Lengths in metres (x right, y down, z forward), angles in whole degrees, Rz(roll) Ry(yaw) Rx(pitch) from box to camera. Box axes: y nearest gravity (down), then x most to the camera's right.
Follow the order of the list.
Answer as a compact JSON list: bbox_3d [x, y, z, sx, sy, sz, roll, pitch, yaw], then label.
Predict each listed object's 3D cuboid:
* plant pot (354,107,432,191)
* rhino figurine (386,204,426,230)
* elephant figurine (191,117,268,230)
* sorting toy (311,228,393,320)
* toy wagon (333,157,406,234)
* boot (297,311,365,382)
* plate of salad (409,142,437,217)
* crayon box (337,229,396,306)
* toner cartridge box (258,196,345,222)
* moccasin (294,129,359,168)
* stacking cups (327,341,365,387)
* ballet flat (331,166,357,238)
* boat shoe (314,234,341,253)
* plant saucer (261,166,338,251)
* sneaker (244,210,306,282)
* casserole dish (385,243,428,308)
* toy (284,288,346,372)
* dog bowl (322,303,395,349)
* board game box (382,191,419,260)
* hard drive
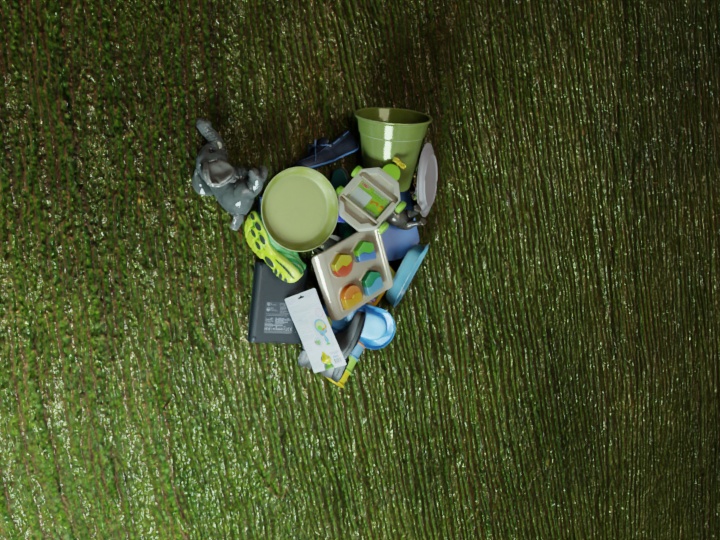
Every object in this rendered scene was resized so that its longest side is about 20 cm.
[{"bbox_3d":[0.078,-0.308,1.706,0.200,0.200,0.190,-11,118,-28],"label":"plant pot"},{"bbox_3d":[0.070,-0.158,1.725,0.200,0.087,0.060,20,69,-25],"label":"rhino figurine"},{"bbox_3d":[-0.329,-0.226,1.526,0.200,0.155,0.142,29,123,-18],"label":"elephant figurine"},{"bbox_3d":[-0.011,0.006,1.633,0.200,0.036,0.185,-29,118,-27],"label":"sorting toy"},{"bbox_3d":[0.038,-0.191,1.623,0.155,0.040,0.200,39,82,7],"label":"toy wagon"},{"bbox_3d":[-0.076,0.175,1.673,0.131,0.070,0.200,25,94,8],"label":"boot"},{"bbox_3d":[0.171,-0.247,1.796,0.200,0.048,0.200,6,90,-71],"label":"plate of salad"},{"bbox_3d":[0.000,0.000,1.717,0.119,0.058,0.200,-56,135,-11],"label":"crayon box"},{"bbox_3d":[-0.144,-0.151,1.639,0.200,0.095,0.043,5,92,-29],"label":"toner cartridge box"},{"bbox_3d":[-0.095,-0.304,1.675,0.200,0.080,0.068,-32,106,-39],"label":"moccasin"},{"bbox_3d":[-0.017,0.215,1.765,0.061,0.060,0.200,43,71,-25],"label":"stacking cups"},{"bbox_3d":[-0.034,-0.172,1.728,0.064,0.067,0.200,-21,106,-55],"label":"ballet flat"},{"bbox_3d":[-0.124,-0.079,1.669,0.202,0.072,0.060,24,77,-33],"label":"boat shoe"},{"bbox_3d":[-0.147,-0.145,1.566,0.200,0.031,0.200,-3,97,-30],"label":"plant saucer"},{"bbox_3d":[-0.210,-0.060,1.619,0.200,0.074,0.084,53,38,-3],"label":"sneaker"},{"bbox_3d":[0.122,0.008,1.781,0.039,0.121,0.200,30,107,9],"label":"casserole dish"},{"bbox_3d":[-0.102,0.145,1.626,0.047,0.115,0.200,-20,90,-50],"label":"toy"},{"bbox_3d":[-0.007,0.131,1.716,0.200,0.050,0.112,17,100,2],"label":"dog bowl"},{"bbox_3d":[0.072,-0.127,1.798,0.158,0.039,0.200,-16,100,-21],"label":"board game box"},{"bbox_3d":[-0.206,0.081,1.657,0.139,0.033,0.200,5,91,-30],"label":"hard drive"}]
